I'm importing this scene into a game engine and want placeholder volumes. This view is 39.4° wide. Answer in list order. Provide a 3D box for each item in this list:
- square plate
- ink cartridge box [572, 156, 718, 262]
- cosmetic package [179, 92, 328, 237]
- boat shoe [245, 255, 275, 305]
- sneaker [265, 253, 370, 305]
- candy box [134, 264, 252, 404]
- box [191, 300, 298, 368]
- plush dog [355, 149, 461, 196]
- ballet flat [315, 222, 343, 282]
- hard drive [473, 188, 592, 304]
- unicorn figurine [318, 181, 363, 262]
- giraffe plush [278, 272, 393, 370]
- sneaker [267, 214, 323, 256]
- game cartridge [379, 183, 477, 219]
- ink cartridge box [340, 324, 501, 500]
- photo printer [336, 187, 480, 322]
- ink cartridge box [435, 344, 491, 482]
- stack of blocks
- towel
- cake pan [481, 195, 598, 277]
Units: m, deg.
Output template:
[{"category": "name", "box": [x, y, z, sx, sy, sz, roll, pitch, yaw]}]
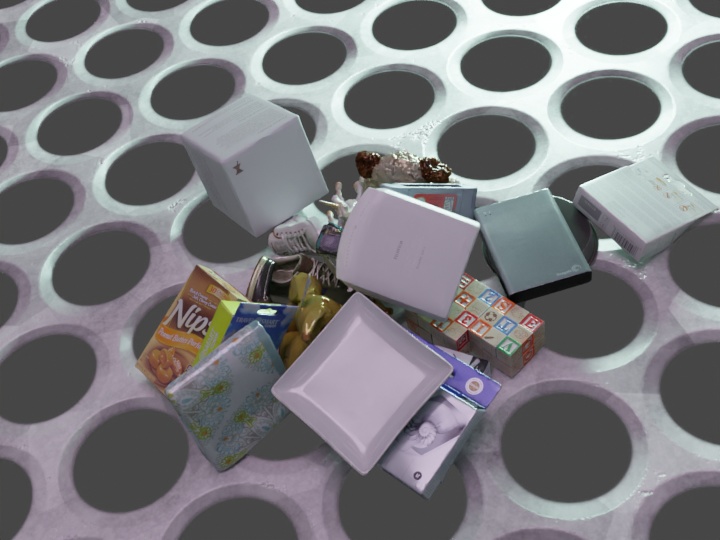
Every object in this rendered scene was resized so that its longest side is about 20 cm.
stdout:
[{"category": "square plate", "box": [0.002, 0.162, 1.460, 0.198, 0.028, 0.200, 38, 80, 26]}, {"category": "ink cartridge box", "box": [0.487, -0.109, 1.722, 0.199, 0.050, 0.161, -21, 54, -33]}, {"category": "cosmetic package", "box": [-0.195, -0.195, 1.833, 0.167, 0.167, 0.200, -33, 35, -16]}, {"category": "boat shoe", "box": [-0.165, 0.078, 1.658, 0.065, 0.072, 0.202, 15, 80, 0]}, {"category": "sneaker", "box": [-0.085, 0.014, 1.707, 0.199, 0.090, 0.067, 3, 50, 15]}, {"category": "candy box", "box": [-0.268, 0.106, 1.629, 0.115, 0.055, 0.201, 35, 96, 34]}, {"category": "box", "box": [-0.187, 0.124, 1.542, 0.121, 0.201, 0.048, 5, 29, -45]}, {"category": "plush dog", "box": [0.071, -0.135, 1.747, 0.198, 0.172, 0.161, 5, 51, 15]}, {"category": "ballet flat", "box": [0.000, 0.000, 1.661, 0.072, 0.200, 0.072, -35, 34, 29]}, {"category": "hard drive", "box": [0.281, -0.041, 1.665, 0.139, 0.033, 0.201, -16, 49, -2]}, {"category": "unicorn figurine", "box": [-0.025, -0.088, 1.705, 0.073, 0.201, 0.138, -9, 42, 0]}, {"category": "giraffe plush", "box": [-0.031, 0.086, 1.602, 0.161, 0.200, 0.174, 9, 57, -16]}, {"category": "sneaker", "box": [-0.108, -0.047, 1.740, 0.084, 0.073, 0.200, -28, 14, -15]}, {"category": "game cartridge", "box": [0.107, -0.077, 1.667, 0.199, 0.134, 0.041, -4, 22, -36]}, {"category": "ink cartridge box", "box": [0.072, 0.196, 1.467, 0.199, 0.041, 0.201, 28, 76, 28]}, {"category": "photo printer", "box": [0.067, -0.030, 1.562, 0.199, 0.069, 0.168, 21, 91, 0]}, {"category": "ink cartridge box", "box": [0.118, 0.213, 1.520, 0.093, 0.044, 0.201, 15, 55, 24]}, {"category": "stack of blocks", "box": [0.181, 0.087, 1.607, 0.199, 0.059, 0.115, 32, 63, 33]}, {"category": "towel", "box": [-0.185, 0.190, 1.504, 0.171, 0.201, 0.048, -40, 47, -20]}, {"category": "cake pan", "box": [0.306, -0.055, 1.720, 0.199, 0.037, 0.201, -6, 49, 7]}]
